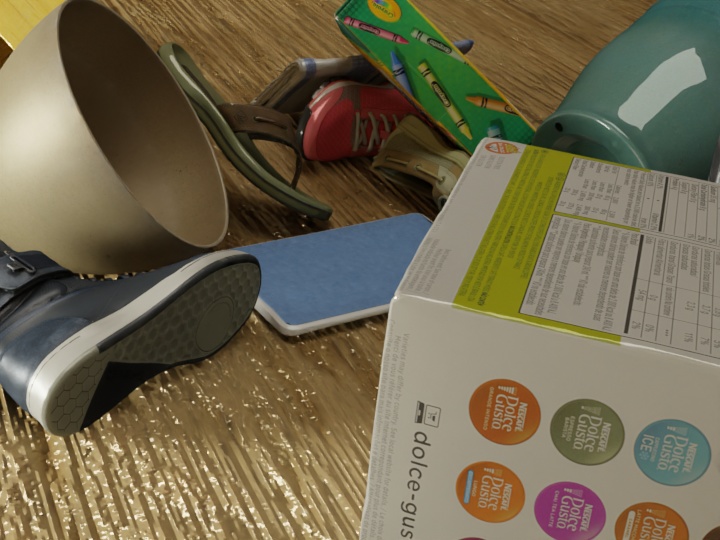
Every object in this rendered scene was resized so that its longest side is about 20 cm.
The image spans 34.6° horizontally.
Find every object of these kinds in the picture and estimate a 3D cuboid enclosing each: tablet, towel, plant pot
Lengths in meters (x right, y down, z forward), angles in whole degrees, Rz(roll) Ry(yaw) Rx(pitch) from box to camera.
[{"bbox_3d":[0.000,0.000,0.896,0.198,0.014,0.130,-13,33,-29],"label":"tablet"},{"bbox_3d":[-0.001,-0.198,1.172,0.198,0.024,0.147,-13,-4,-25],"label":"towel"},{"bbox_3d":[-0.207,-0.077,0.850,0.133,0.201,0.201,-27,22,16],"label":"plant pot"},{"bbox_3d":[0.249,-0.110,0.975,0.187,0.202,0.199,-32,43,-29],"label":"plant pot"}]

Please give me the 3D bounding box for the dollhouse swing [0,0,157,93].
[{"bbox_3d":[-0.270,-0.152,1.030,0.182,0.176,0.200,46,5,9],"label":"dollhouse swing"}]

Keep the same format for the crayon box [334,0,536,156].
[{"bbox_3d":[0.068,-0.169,1.035,0.200,0.058,0.119,45,5,-1],"label":"crayon box"}]

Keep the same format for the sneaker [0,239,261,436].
[{"bbox_3d":[-0.173,0.015,0.764,0.145,0.078,0.201,26,35,29],"label":"sneaker"}]

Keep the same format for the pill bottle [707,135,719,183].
[{"bbox_3d":[0.295,-0.038,0.818,0.105,0.202,0.107,5,27,-2],"label":"pill bottle"}]

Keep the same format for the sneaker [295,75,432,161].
[{"bbox_3d":[0.025,-0.144,1.112,0.199,0.075,0.086,-21,38,-41],"label":"sneaker"}]

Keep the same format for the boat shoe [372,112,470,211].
[{"bbox_3d":[0.075,-0.070,1.002,0.073,0.063,0.201,41,5,-42],"label":"boat shoe"}]

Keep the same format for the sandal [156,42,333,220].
[{"bbox_3d":[-0.092,-0.120,0.961,0.201,0.057,0.080,49,6,0],"label":"sandal"}]

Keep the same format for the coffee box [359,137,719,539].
[{"bbox_3d":[0.120,0.077,0.567,0.195,0.202,0.200,12,27,12],"label":"coffee box"}]
